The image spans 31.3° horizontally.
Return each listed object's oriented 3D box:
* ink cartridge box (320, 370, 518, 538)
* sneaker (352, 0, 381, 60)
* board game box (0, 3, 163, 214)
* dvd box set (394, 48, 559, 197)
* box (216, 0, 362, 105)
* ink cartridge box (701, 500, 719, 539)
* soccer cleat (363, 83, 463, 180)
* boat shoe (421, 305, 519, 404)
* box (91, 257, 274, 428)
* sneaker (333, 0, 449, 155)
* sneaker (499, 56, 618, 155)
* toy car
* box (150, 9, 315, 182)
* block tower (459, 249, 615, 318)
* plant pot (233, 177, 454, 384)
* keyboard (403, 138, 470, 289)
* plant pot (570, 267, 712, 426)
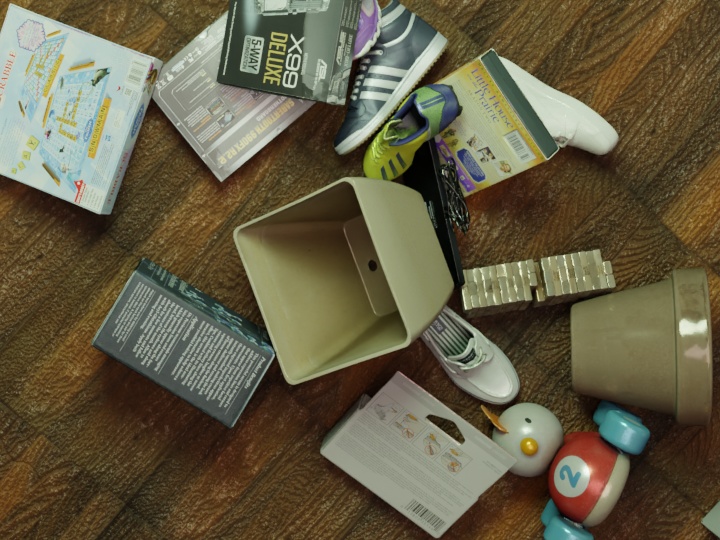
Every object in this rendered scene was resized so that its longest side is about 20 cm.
[{"bbox_3d":[0.076,0.229,1.654,0.199,0.045,0.176,37,119,-9],"label":"ink cartridge box"},{"bbox_3d":[-0.019,-0.351,1.556,0.080,0.088,0.202,-3,69,26],"label":"sneaker"},{"bbox_3d":[-0.367,-0.196,1.572,0.198,0.041,0.202,22,94,8],"label":"board game box"},{"bbox_3d":[0.138,-0.174,1.579,0.029,0.200,0.147,-41,99,-30],"label":"dvd box set"},{"bbox_3d":[-0.079,-0.307,1.521,0.156,0.050,0.202,14,98,26],"label":"box"},{"bbox_3d":[0.588,0.363,1.739,0.200,0.084,0.146,42,91,-8],"label":"ink cartridge box"},{"bbox_3d":[0.045,-0.165,1.575,0.083,0.200,0.065,-20,78,-37],"label":"soccer cleat"},{"bbox_3d":[0.130,0.107,1.670,0.200,0.067,0.074,40,92,-9],"label":"boat shoe"},{"bbox_3d":[-0.216,0.086,1.591,0.199,0.148,0.108,32,93,-9],"label":"box"},{"bbox_3d":[0.010,-0.248,1.615,0.108,0.070,0.200,42,86,-11],"label":"sneaker"},{"bbox_3d":[0.220,-0.173,1.630,0.199,0.074,0.116,29,71,1],"label":"sneaker"},{"bbox_3d":[0.238,0.234,1.654,0.198,0.177,0.186,27,96,4],"label":"toy car"},{"bbox_3d":[-0.149,-0.235,1.611,0.200,0.048,0.159,-40,99,1],"label":"box"},{"bbox_3d":[0.224,0.018,1.669,0.198,0.058,0.055,-8,74,-6],"label":"block tower"},{"bbox_3d":[0.000,0.000,1.561,0.199,0.176,0.202,-21,88,37],"label":"plant pot"},{"bbox_3d":[0.106,-0.074,1.635,0.039,0.104,0.202,-16,96,-32],"label":"keyboard"},{"bbox_3d":[0.356,0.099,1.644,0.172,0.200,0.203,-1,97,10],"label":"plant pot"}]
